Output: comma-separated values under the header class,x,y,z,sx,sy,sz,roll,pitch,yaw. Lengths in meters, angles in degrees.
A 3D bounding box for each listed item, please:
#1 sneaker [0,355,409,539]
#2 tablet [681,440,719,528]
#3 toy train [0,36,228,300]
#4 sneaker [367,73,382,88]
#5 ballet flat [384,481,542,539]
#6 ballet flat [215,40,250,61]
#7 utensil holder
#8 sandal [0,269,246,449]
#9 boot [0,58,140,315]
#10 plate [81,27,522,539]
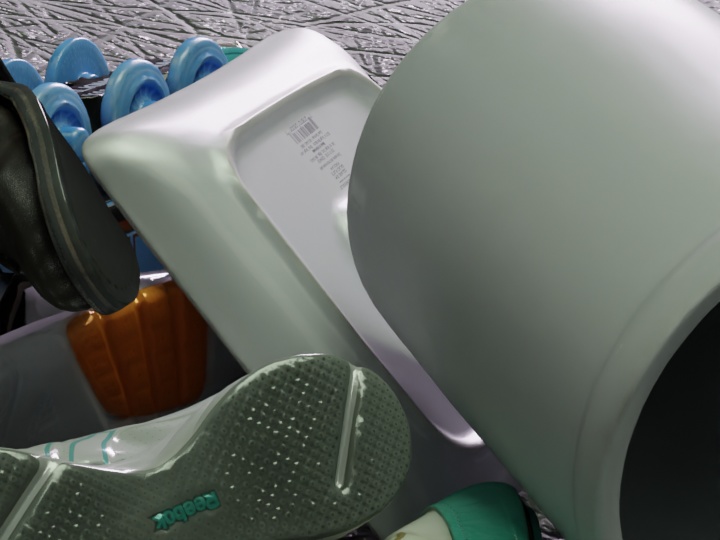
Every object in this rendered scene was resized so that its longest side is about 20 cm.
class,x,y,z,sx,sy,sz,roll,pitch,yaw
sneaker,-0.083,0.085,0.903,0.200,0.071,0.080,-14,-11,-27
tablet,0.151,0.090,0.966,0.200,0.014,0.130,-34,40,-21
toy train,-0.108,-0.025,1.122,0.086,0.115,0.200,2,14,27
sneaker,0.000,0.000,1.196,0.074,0.081,0.200,32,26,-32
ballet flat,0.027,0.114,0.887,0.070,0.068,0.200,12,20,-12
ballet flat,-0.083,-0.061,1.315,0.072,0.072,0.200,16,14,12
utensil holder,0.104,0.010,0.940,0.169,0.171,0.200,1,25,-28
sandal,-0.117,0.036,1.005,0.059,0.079,0.206,29,28,35
boot,-0.177,-0.003,0.971,0.174,0.069,0.200,-35,38,-6
plate,0.007,0.000,1.075,0.200,0.032,0.200,52,28,1
